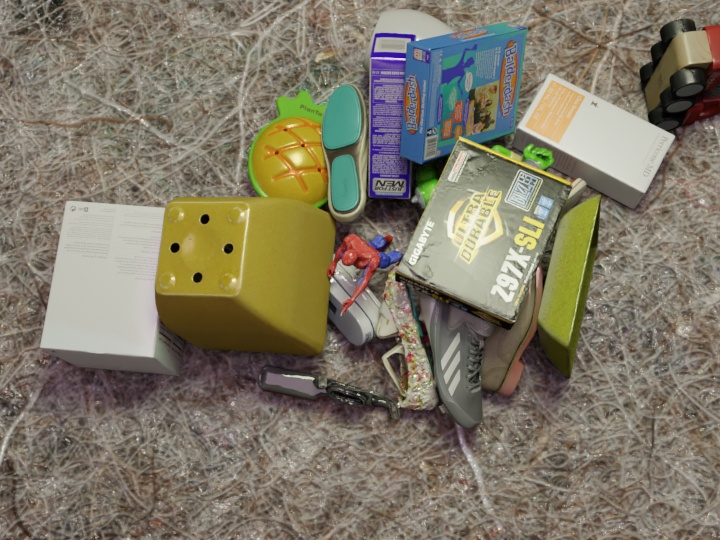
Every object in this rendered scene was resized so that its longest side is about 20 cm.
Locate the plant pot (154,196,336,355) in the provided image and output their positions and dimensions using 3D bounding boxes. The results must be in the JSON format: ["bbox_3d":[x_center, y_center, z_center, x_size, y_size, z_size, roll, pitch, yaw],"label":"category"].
[{"bbox_3d":[-0.160,-0.007,1.195,0.193,0.200,0.196,1,77,18],"label":"plant pot"}]

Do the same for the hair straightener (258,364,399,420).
[{"bbox_3d":[-0.043,0.167,1.255,0.199,0.077,0.041,16,80,6],"label":"hair straightener"}]

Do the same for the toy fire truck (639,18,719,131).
[{"bbox_3d":[0.507,-0.291,1.297,0.199,0.176,0.129,-6,74,1],"label":"toy fire truck"}]

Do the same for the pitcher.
[{"bbox_3d":[0.099,-0.276,1.355,0.199,0.121,0.172,22,88,-3],"label":"pitcher"}]

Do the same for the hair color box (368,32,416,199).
[{"bbox_3d":[0.044,-0.212,1.281,0.064,0.201,0.109,4,31,3],"label":"hair color box"}]

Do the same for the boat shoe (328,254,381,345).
[{"bbox_3d":[-0.033,0.017,1.307,0.065,0.074,0.200,-26,69,-31],"label":"boat shoe"}]

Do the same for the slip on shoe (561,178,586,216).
[{"bbox_3d":[0.227,-0.082,1.313,0.199,0.074,0.061,-28,72,0],"label":"slip on shoe"}]

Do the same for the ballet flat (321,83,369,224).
[{"bbox_3d":[-0.017,-0.156,1.285,0.069,0.070,0.201,1,72,3],"label":"ballet flat"}]

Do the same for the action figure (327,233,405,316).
[{"bbox_3d":[0.000,0.000,1.246,0.065,0.200,0.099,41,101,13],"label":"action figure"}]

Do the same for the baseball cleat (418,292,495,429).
[{"bbox_3d":[0.137,0.105,1.198,0.106,0.070,0.201,-17,92,37],"label":"baseball cleat"}]

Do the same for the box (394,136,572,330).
[{"bbox_3d":[0.155,-0.047,1.168,0.159,0.049,0.201,25,75,7],"label":"box"}]

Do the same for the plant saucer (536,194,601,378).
[{"bbox_3d":[0.270,0.023,1.218,0.048,0.200,0.201,11,75,17],"label":"plant saucer"}]

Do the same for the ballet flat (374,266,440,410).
[{"bbox_3d":[0.056,0.097,1.243,0.064,0.076,0.201,-16,96,-7],"label":"ballet flat"}]

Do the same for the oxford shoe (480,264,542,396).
[{"bbox_3d":[0.189,0.071,1.231,0.073,0.071,0.201,11,104,-7],"label":"oxford shoe"}]

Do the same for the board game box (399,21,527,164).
[{"bbox_3d":[0.138,-0.239,1.242,0.200,0.153,0.045,-22,36,-39],"label":"board game box"}]

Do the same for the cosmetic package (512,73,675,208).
[{"bbox_3d":[0.330,-0.185,1.333,0.199,0.071,0.102,29,78,10],"label":"cosmetic package"}]

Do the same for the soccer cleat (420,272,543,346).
[{"bbox_3d":[0.168,0.046,1.282,0.200,0.070,0.086,-43,117,7],"label":"soccer cleat"}]

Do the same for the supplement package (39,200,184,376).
[{"bbox_3d":[-0.321,0.028,1.270,0.151,0.151,0.201,5,75,4],"label":"supplement package"}]

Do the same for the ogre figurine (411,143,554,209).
[{"bbox_3d":[0.151,-0.126,1.282,0.199,0.098,0.120,19,47,17],"label":"ogre figurine"}]

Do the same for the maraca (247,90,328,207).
[{"bbox_3d":[-0.086,-0.171,1.336,0.137,0.107,0.201,21,63,-10],"label":"maraca"}]
